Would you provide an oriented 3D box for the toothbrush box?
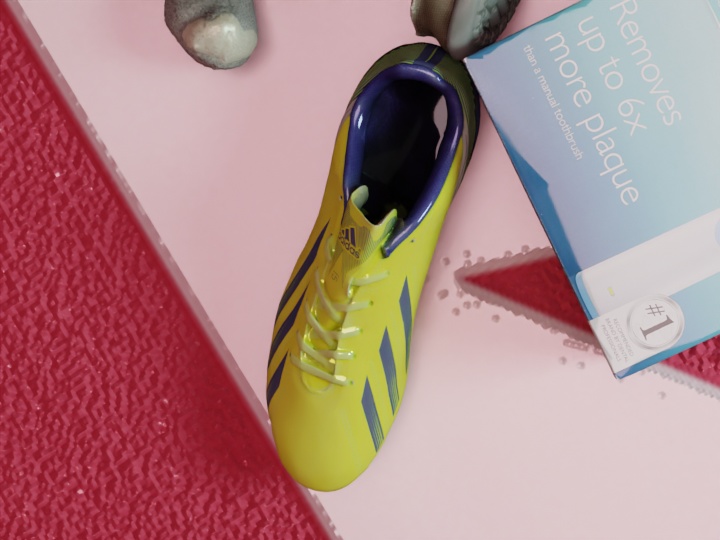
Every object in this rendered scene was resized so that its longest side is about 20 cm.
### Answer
[{"bbox_3d":[0.164,-0.064,0.790,0.200,0.085,0.146,-25,90,8],"label":"toothbrush box"}]

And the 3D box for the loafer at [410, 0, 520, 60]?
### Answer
[{"bbox_3d":[0.037,-0.185,0.808,0.070,0.075,0.200,3,79,14],"label":"loafer"}]

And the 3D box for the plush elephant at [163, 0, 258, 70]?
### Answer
[{"bbox_3d":[-0.093,-0.192,0.784,0.165,0.155,0.200,31,98,6],"label":"plush elephant"}]

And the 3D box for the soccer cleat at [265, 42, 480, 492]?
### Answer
[{"bbox_3d":[-0.001,-0.001,0.818,0.065,0.084,0.200,18,96,7],"label":"soccer cleat"}]
